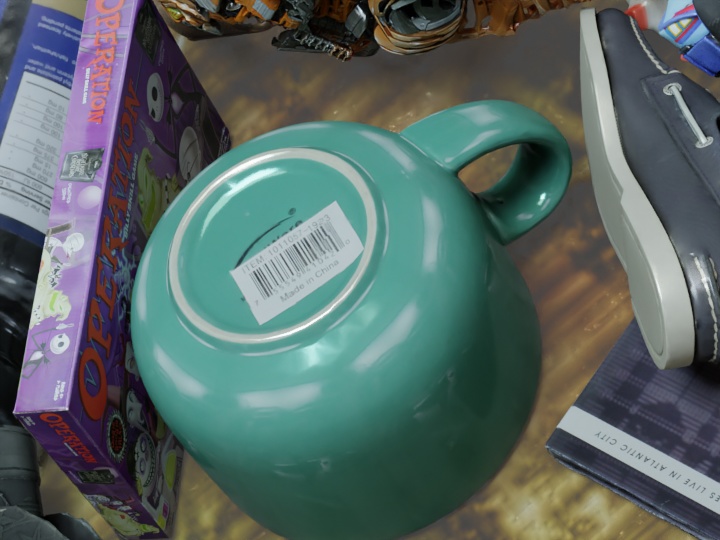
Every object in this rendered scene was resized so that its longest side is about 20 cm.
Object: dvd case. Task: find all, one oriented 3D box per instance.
[{"bbox_3d":[0.185,0.022,1.038,0.148,0.016,0.200,27,74,33],"label":"dvd case"}]

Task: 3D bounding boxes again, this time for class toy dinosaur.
[{"bbox_3d":[0.015,-0.136,1.094,0.199,0.136,0.102,-14,55,-12],"label":"toy dinosaur"}]

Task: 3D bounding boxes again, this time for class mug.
[{"bbox_3d":[-0.010,0.004,1.072,0.151,0.114,0.186,3,62,25],"label":"mug"}]

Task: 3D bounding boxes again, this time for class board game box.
[{"bbox_3d":[-0.095,-0.004,1.111,0.032,0.120,0.201,-5,59,21],"label":"board game box"}]

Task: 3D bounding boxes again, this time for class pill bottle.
[{"bbox_3d":[-0.162,-0.026,1.158,0.111,0.112,0.201,1,61,24],"label":"pill bottle"}]

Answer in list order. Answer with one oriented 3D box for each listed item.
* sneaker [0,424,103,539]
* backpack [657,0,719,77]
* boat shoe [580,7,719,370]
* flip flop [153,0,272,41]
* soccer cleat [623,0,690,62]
[{"bbox_3d":[-0.181,0.132,1.098,0.199,0.060,0.105,-24,69,25],"label":"sneaker"},{"bbox_3d":[0.237,-0.109,1.012,0.199,0.135,0.183,31,46,-6],"label":"backpack"},{"bbox_3d":[0.127,-0.038,1.063,0.062,0.073,0.200,-10,40,-1],"label":"boat shoe"},{"bbox_3d":[-0.084,-0.135,1.189,0.199,0.081,0.058,18,101,-4],"label":"flip flop"},{"bbox_3d":[0.119,-0.164,1.151,0.077,0.069,0.200,-27,55,-26],"label":"soccer cleat"}]
